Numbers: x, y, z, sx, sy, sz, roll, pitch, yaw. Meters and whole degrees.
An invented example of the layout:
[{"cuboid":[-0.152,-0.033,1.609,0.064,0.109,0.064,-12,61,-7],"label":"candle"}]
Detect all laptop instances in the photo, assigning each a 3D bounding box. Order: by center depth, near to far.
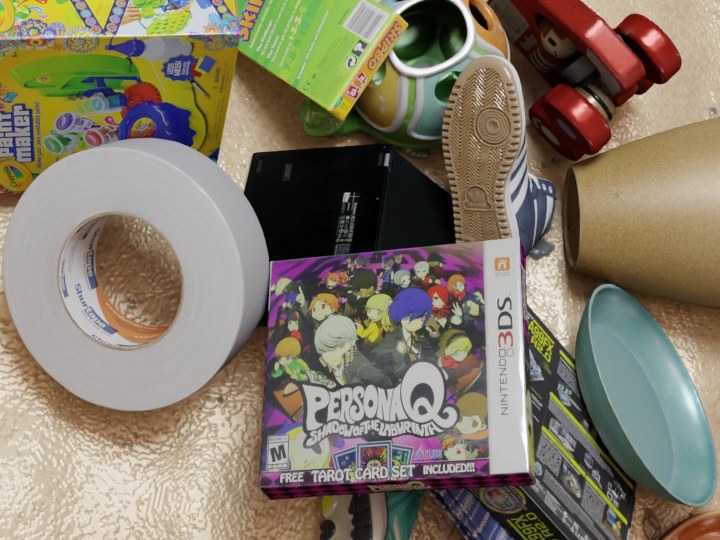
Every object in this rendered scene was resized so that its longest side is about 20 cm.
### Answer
[{"cuboid":[0.000,0.000,1.085,0.197,0.117,0.189,-2,51,13],"label":"laptop"}]

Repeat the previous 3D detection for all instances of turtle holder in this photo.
[{"cuboid":[0.039,-0.182,1.109,0.183,0.132,0.143,0,81,2],"label":"turtle holder"}]

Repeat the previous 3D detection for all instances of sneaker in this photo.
[{"cuboid":[0.012,0.169,1.045,0.079,0.077,0.203,28,57,-41],"label":"sneaker"},{"cuboid":[0.123,-0.094,1.094,0.069,0.203,0.108,9,26,26],"label":"sneaker"}]

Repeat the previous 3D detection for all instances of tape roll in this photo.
[{"cuboid":[-0.172,0.002,0.982,0.197,0.066,0.203,4,104,14],"label":"tape roll"}]

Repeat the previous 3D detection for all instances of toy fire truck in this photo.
[{"cuboid":[0.179,-0.197,1.125,0.112,0.200,0.168,-44,91,0],"label":"toy fire truck"}]

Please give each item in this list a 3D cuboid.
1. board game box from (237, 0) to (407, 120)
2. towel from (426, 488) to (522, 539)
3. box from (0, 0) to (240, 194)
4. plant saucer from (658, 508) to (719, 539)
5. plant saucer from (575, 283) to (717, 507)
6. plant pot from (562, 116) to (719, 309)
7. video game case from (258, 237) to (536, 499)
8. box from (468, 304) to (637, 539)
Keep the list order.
[{"cuboid":[-0.052,-0.209,1.087,0.200,0.030,0.096,38,94,38],"label":"board game box"},{"cuboid":[0.125,0.189,1.023,0.201,0.024,0.145,55,39,-13],"label":"towel"},{"cuboid":[-0.205,-0.168,1.001,0.190,0.201,0.123,-4,62,-15],"label":"box"},{"cuboid":[0.322,0.308,1.094,0.197,0.032,0.203,4,73,-12],"label":"plant saucer"},{"cuboid":[0.236,0.110,1.083,0.199,0.036,0.202,37,37,-34],"label":"plant saucer"},{"cuboid":[0.284,-0.050,1.128,0.197,0.187,0.189,-1,73,1],"label":"plant pot"},{"cuboid":[0.026,0.071,0.937,0.197,0.036,0.184,-5,63,13],"label":"video game case"},{"cuboid":[0.148,0.140,1.024,0.200,0.044,0.161,47,40,-22],"label":"box"}]
